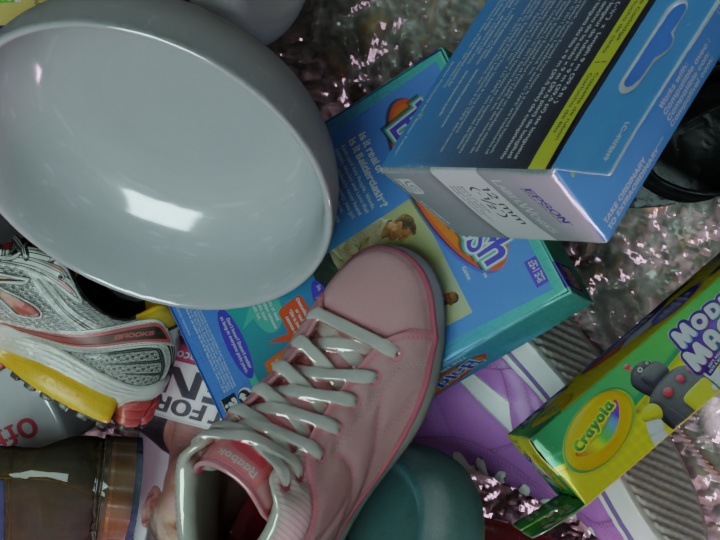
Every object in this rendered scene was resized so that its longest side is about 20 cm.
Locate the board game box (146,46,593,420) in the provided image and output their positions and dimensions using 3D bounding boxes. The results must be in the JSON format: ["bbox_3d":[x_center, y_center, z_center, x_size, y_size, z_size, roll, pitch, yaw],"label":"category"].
[{"bbox_3d":[0.000,0.000,1.326,0.200,0.045,0.152,-31,71,15],"label":"board game box"}]

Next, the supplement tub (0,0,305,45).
[{"bbox_3d":[-0.136,-0.187,1.316,0.200,0.145,0.146,1,108,23],"label":"supplement tub"}]

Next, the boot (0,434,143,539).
[{"bbox_3d":[-0.183,0.143,1.444,0.097,0.075,0.200,7,149,-10],"label":"boot"}]

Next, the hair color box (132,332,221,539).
[{"bbox_3d":[-0.071,0.105,1.437,0.100,0.061,0.200,12,112,19],"label":"hair color box"}]

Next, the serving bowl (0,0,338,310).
[{"bbox_3d":[-0.100,-0.070,1.270,0.200,0.066,0.200,13,141,11],"label":"serving bowl"}]

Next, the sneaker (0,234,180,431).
[{"bbox_3d":[-0.188,0.007,1.368,0.200,0.078,0.082,26,102,-6],"label":"sneaker"}]

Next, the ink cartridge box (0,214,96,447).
[{"bbox_3d":[-0.249,0.024,1.470,0.147,0.086,0.200,-24,96,27],"label":"ink cartridge box"}]

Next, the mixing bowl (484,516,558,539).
[{"bbox_3d":[0.061,0.192,1.357,0.200,0.200,0.109,12,79,19],"label":"mixing bowl"}]

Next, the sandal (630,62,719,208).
[{"bbox_3d":[0.190,-0.069,1.273,0.200,0.048,0.076,-4,106,23],"label":"sandal"}]

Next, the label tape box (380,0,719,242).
[{"bbox_3d":[0.113,-0.086,1.191,0.066,0.143,0.200,40,164,-26],"label":"label tape box"}]

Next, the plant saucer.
[{"bbox_3d":[-0.025,0.164,1.306,0.200,0.200,0.027,-23,127,28],"label":"plant saucer"}]

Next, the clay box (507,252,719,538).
[{"bbox_3d":[0.145,0.052,1.248,0.200,0.115,0.048,-39,89,-4],"label":"clay box"}]

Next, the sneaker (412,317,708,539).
[{"bbox_3d":[0.097,0.102,1.363,0.114,0.073,0.201,-41,78,30],"label":"sneaker"}]

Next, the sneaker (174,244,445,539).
[{"bbox_3d":[-0.026,0.075,1.243,0.075,0.105,0.201,25,88,24],"label":"sneaker"}]
